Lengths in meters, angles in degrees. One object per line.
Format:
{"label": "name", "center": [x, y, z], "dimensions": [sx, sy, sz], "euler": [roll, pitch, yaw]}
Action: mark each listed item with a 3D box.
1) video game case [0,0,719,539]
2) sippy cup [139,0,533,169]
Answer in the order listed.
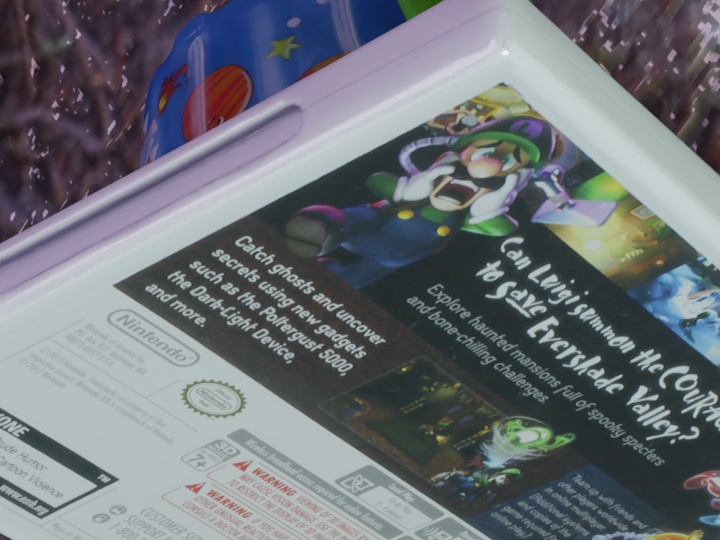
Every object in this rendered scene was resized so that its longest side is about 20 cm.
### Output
{"label": "video game case", "center": [0.010, 0.029, 0.664], "dimensions": [0.181, 0.200, 0.023], "euler": [-26, 51, 25]}
{"label": "sippy cup", "center": [0.000, 0.000, 0.760], "dimensions": [0.178, 0.139, 0.131], "euler": [-33, 48, 25]}
